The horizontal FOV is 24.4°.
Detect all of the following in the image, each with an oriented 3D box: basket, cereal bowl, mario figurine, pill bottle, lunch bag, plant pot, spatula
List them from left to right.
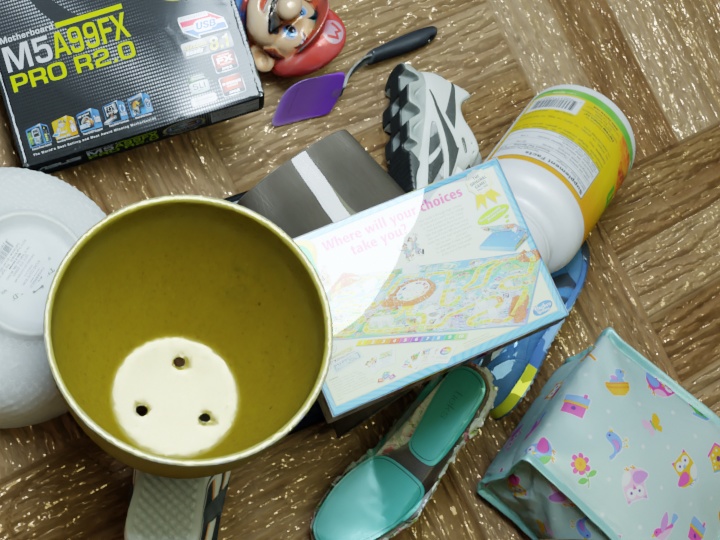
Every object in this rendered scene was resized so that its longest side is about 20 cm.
[{"bbox_3d":[-0.258,0.014,1.247,0.198,0.083,0.202,8,72,-25],"label":"cereal bowl"},{"bbox_3d":[-0.127,0.069,1.195,0.198,0.142,0.202,4,63,-9],"label":"plant pot"},{"bbox_3d":[-0.100,-0.234,1.385,0.198,0.124,0.106,25,21,-11],"label":"mario figurine"},{"bbox_3d":[0.000,0.000,1.335,0.179,0.136,0.201,-33,87,-13],"label":"basket"},{"bbox_3d":[0.001,-0.178,1.463,0.021,0.057,0.199,44,51,15],"label":"spatula"},{"bbox_3d":[0.154,-0.066,1.443,0.111,0.111,0.200,46,47,-7],"label":"pill bottle"},{"bbox_3d":[0.227,0.181,1.421,0.200,0.122,0.171,41,58,-4],"label":"lunch bag"}]

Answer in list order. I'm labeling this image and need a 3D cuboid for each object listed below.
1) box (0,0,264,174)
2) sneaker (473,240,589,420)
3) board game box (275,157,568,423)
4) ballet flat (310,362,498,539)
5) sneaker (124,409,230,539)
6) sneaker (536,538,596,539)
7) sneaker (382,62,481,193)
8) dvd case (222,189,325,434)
[{"bbox_3d":[-0.192,-0.179,1.319,0.198,0.044,0.162,-17,83,-6],"label":"box"},{"bbox_3d":[0.135,0.031,1.452,0.078,0.066,0.201,38,62,-12],"label":"sneaker"},{"bbox_3d":[0.040,0.014,1.256,0.198,0.034,0.136,-22,81,-13],"label":"board game box"},{"bbox_3d":[0.041,0.159,1.357,0.200,0.064,0.076,-45,74,-5],"label":"ballet flat"},{"bbox_3d":[-0.139,0.165,1.270,0.078,0.080,0.201,11,41,5],"label":"sneaker"},{"bbox_3d":[0.116,0.275,1.330,0.198,0.071,0.114,-8,79,10],"label":"sneaker"},{"bbox_3d":[0.067,-0.080,1.447,0.088,0.074,0.202,11,70,-22],"label":"sneaker"},{"bbox_3d":[-0.061,0.028,1.380,0.142,0.018,0.202,-20,85,-30],"label":"dvd case"}]
